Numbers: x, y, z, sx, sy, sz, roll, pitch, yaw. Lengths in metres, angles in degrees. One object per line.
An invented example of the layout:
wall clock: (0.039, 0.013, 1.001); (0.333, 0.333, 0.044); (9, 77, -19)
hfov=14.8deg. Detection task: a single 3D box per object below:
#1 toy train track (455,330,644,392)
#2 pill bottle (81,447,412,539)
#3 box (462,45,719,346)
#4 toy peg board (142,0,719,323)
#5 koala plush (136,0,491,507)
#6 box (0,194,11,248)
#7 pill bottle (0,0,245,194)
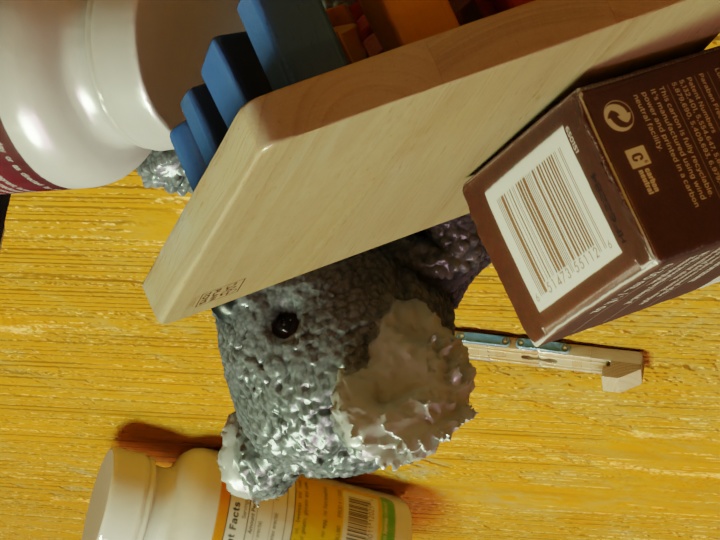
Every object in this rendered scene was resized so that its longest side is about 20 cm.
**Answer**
toy train track: (0.055, 0.052, 1.526); (0.199, 0.033, 0.115); (6, 158, 9)
pill bottle: (-0.076, 0.178, 1.801); (0.199, 0.112, 0.111); (15, 159, -12)
box: (0.150, -0.043, 1.047); (0.199, 0.075, 0.100); (-20, 170, -29)
toy peg board: (0.014, -0.083, 1.014); (0.198, 0.098, 0.200); (-20, 168, -20)
koala plush: (0.000, 0.000, 1.186); (0.183, 0.201, 0.177); (23, 155, -29)
box: (-0.277, -0.020, 1.267); (0.196, 0.201, 0.124); (23, 156, -29)
pill bottle: (-0.151, -0.087, 1.156); (0.199, 0.113, 0.113); (-2, 156, 31)
